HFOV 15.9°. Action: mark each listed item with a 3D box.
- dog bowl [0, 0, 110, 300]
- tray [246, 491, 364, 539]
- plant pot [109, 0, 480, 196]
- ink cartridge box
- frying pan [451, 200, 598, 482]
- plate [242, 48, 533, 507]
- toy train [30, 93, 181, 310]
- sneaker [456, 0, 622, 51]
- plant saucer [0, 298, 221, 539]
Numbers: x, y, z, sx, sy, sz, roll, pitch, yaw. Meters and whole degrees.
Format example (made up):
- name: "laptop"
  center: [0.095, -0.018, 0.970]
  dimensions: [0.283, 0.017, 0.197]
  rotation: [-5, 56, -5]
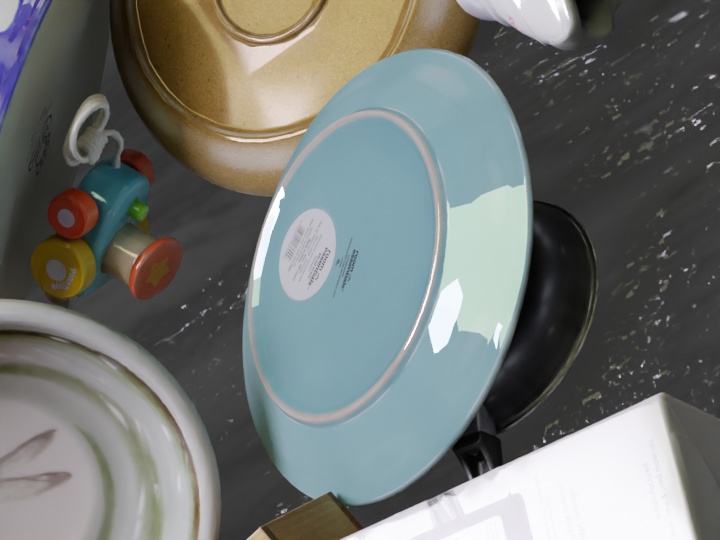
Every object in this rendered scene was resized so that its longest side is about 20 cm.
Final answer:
- name: "dog bowl"
  center: [-0.186, -0.071, 1.224]
  dimensions: [0.079, 0.200, 0.200]
  rotation: [17, 73, 5]
- name: "tray"
  center: [-0.084, 0.175, 1.051]
  dimensions: [0.200, 0.099, 0.037]
  rotation: [-45, 82, 13]
- name: "plant pot"
  center: [-0.037, -0.135, 1.198]
  dimensions: [0.200, 0.027, 0.200]
  rotation: [-5, 80, 27]
- name: "ink cartridge box"
  center: [0.061, 0.123, 0.929]
  dimensions: [0.200, 0.116, 0.068]
  rotation: [-27, 59, 28]
- name: "frying pan"
  center: [0.038, 0.052, 1.069]
  dimensions: [0.115, 0.031, 0.190]
  rotation: [-1, 62, 45]
- name: "plate"
  center: [0.000, 0.000, 1.090]
  dimensions: [0.200, 0.026, 0.200]
  rotation: [-23, 60, 49]
- name: "toy train"
  center: [-0.144, 0.024, 1.187]
  dimensions: [0.056, 0.150, 0.200]
  rotation: [30, 81, 11]
- name: "sneaker"
  center: [0.128, -0.176, 1.103]
  dimensions: [0.099, 0.078, 0.200]
  rotation: [41, 104, 41]
- name: "plant saucer"
  center: [-0.161, 0.102, 1.106]
  dimensions: [0.200, 0.200, 0.050]
  rotation: [-51, 22, 5]
